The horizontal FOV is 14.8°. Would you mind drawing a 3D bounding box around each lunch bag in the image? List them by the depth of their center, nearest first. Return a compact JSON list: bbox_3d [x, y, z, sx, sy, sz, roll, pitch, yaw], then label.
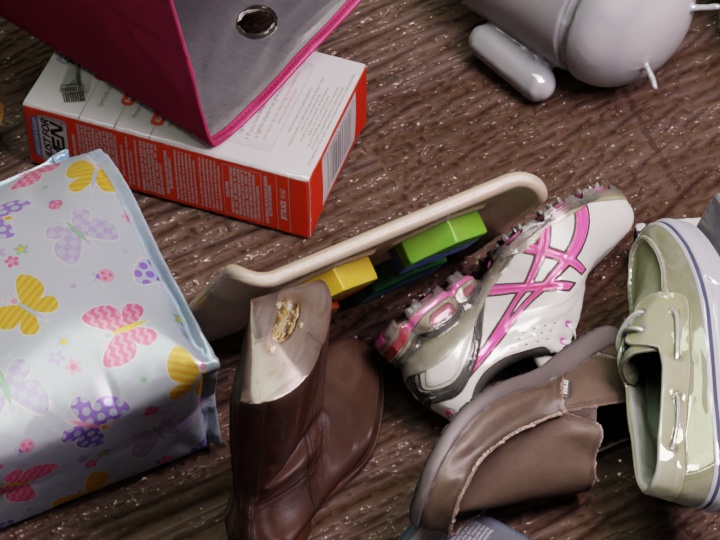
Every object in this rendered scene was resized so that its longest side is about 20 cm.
[{"bbox_3d":[-0.193,0.034,1.663,0.169,0.127,0.200,-22,62,-15],"label":"lunch bag"}]

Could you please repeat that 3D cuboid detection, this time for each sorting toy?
[{"bbox_3d":[0.000,0.000,1.669,0.199,0.185,0.037,-18,84,-17],"label":"sorting toy"}]

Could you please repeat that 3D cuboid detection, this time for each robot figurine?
[{"bbox_3d":[0.143,-0.197,1.865,0.200,0.113,0.170,35,96,27],"label":"robot figurine"}]

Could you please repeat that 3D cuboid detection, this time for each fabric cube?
[{"bbox_3d":[-0.119,-0.238,1.751,0.199,0.200,0.196,31,65,25],"label":"fabric cube"}]

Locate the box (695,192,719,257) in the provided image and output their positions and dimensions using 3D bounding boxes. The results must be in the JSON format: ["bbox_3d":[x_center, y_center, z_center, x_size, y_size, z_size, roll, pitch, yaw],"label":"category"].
[{"bbox_3d":[0.323,0.008,1.687,0.199,0.048,0.159,-11,56,-31],"label":"box"}]

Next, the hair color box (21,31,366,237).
[{"bbox_3d":[-0.107,-0.103,1.818,0.199,0.064,0.111,17,53,12],"label":"hair color box"}]

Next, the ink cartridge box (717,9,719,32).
[{"bbox_3d":[0.313,-0.209,1.900,0.147,0.076,0.200,-15,50,-12],"label":"ink cartridge box"}]

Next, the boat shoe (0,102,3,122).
[{"bbox_3d":[-0.310,-0.056,1.773,0.070,0.070,0.200,35,43,25],"label":"boat shoe"}]

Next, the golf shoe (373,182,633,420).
[{"bbox_3d":[0.103,0.023,1.715,0.200,0.073,0.092,-37,84,-26],"label":"golf shoe"}]

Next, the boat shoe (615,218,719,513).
[{"bbox_3d":[0.182,0.049,1.625,0.062,0.072,0.200,9,48,-22],"label":"boat shoe"}]

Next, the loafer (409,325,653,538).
[{"bbox_3d":[0.109,0.099,1.626,0.071,0.073,0.200,39,51,23],"label":"loafer"}]

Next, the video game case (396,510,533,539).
[{"bbox_3d":[0.089,0.220,1.570,0.200,0.019,0.143,28,55,21],"label":"video game case"}]

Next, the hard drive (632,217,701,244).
[{"bbox_3d":[0.249,0.049,1.704,0.139,0.038,0.200,-3,49,-3],"label":"hard drive"}]

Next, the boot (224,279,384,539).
[{"bbox_3d":[-0.029,0.056,1.590,0.064,0.200,0.187,14,51,11],"label":"boot"}]
